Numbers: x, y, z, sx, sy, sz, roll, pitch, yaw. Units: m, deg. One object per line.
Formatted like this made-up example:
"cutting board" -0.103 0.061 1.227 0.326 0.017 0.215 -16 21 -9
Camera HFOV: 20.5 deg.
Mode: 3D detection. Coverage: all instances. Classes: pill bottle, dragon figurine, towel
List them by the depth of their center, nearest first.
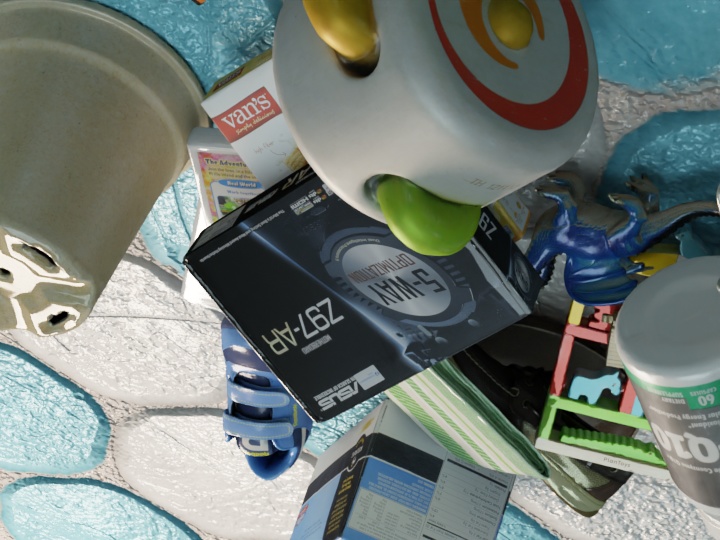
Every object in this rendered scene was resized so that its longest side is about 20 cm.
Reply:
"pill bottle" 0.254 0.096 1.367 0.112 0.113 0.200 -5 133 28
"dragon figurine" 0.174 -0.013 1.401 0.199 0.059 0.100 4 112 18
"towel" 0.060 0.097 1.525 0.153 0.023 0.200 46 167 -10

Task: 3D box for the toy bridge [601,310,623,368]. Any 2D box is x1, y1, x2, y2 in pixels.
"toy bridge" 0.273 0.048 1.432 0.199 0.027 0.068 9 111 5

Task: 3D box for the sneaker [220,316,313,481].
"sneaker" -0.078 0.106 1.658 0.074 0.083 0.200 12 151 18

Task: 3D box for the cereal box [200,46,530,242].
"cereal box" 0.004 -0.077 1.372 0.143 0.040 0.200 -28 110 29

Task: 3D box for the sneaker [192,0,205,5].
"sneaker" -0.189 -0.215 1.307 0.199 0.070 0.090 8 140 8

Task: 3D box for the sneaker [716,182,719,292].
"sneaker" 0.266 -0.068 1.231 0.087 0.201 0.074 -2 -174 -31

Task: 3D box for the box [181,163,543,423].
"box" 0.000 0.000 1.370 0.199 0.044 0.160 -29 108 31

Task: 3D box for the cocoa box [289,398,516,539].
"cocoa box" 0.029 0.216 1.703 0.133 0.132 0.200 24 155 -9

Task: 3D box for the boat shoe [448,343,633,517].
"boat shoe" 0.135 0.105 1.555 0.065 0.073 0.200 -41 108 12

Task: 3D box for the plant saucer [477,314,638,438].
"plant saucer" 0.131 0.093 1.615 0.199 0.032 0.201 11 143 9

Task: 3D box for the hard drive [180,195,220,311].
"hard drive" -0.065 -0.023 1.546 0.131 0.025 0.200 17 144 -1

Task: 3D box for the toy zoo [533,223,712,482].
"toy zoo" 0.214 0.057 1.471 0.130 0.020 0.201 13 114 2

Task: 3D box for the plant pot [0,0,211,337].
"plant pot" -0.227 -0.061 1.427 0.199 0.184 0.201 11 144 8

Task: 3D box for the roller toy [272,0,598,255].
"roller toy" 0.050 -0.131 1.226 0.139 0.182 0.200 -26 104 43

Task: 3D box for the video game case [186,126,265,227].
"video game case" -0.018 -0.029 1.474 0.199 0.024 0.183 5 138 13
